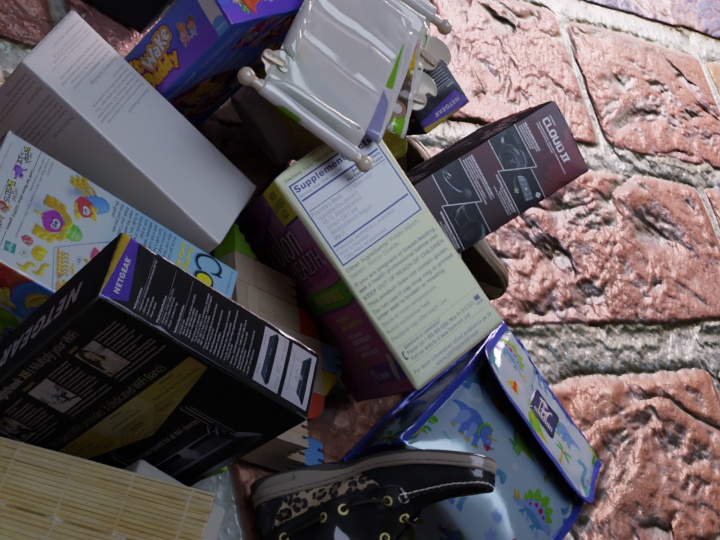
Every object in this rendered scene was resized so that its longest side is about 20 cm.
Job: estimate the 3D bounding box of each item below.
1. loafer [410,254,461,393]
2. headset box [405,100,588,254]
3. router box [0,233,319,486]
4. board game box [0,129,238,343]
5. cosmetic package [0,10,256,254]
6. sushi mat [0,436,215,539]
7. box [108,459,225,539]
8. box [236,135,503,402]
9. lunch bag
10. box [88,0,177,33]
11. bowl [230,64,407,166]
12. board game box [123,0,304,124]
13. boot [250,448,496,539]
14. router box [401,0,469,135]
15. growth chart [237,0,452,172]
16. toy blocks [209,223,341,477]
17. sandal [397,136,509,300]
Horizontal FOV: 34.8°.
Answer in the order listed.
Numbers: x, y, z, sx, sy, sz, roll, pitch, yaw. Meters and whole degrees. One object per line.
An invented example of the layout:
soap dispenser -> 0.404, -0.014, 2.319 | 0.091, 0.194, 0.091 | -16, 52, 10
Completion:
loafer -> 0.074, 0.044, 1.120 | 0.069, 0.070, 0.202 | 18, 54, -36
headset box -> 0.103, -0.079, 1.069 | 0.199, 0.149, 0.078 | -31, 98, -18
router box -> -0.149, 0.077, 0.764 | 0.157, 0.199, 0.053 | 34, 45, -25
board game box -> -0.206, 0.012, 0.836 | 0.199, 0.103, 0.106 | 33, 45, -25
cosmetic package -> -0.195, -0.087, 0.908 | 0.200, 0.107, 0.085 | 44, 41, -17
sushi mat -> -0.196, 0.159, 0.724 | 0.198, 0.012, 0.096 | 13, 48, 11
box -> -0.164, 0.236, 0.742 | 0.077, 0.095, 0.201 | 35, 46, -24
box -> 0.000, 0.000, 0.977 | 0.096, 0.176, 0.201 | -34, 92, -19
lunch bag -> 0.115, 0.165, 1.020 | 0.200, 0.127, 0.171 | -38, 95, -37
box -> -0.238, -0.337, 1.028 | 0.199, 0.104, 0.149 | 31, 46, -28
bowl -> -0.056, -0.160, 1.075 | 0.107, 0.200, 0.201 | -37, 94, -8
board game box -> -0.131, -0.179, 0.959 | 0.134, 0.199, 0.045 | -29, 87, -50
boot -> 0.013, 0.220, 0.872 | 0.073, 0.197, 0.152 | 57, 26, -64
router box -> 0.011, -0.204, 1.072 | 0.052, 0.200, 0.158 | -36, 103, -8
growth chart -> 0.000, -0.172, 0.913 | 0.144, 0.018, 0.201 | 39, 53, -17
toy blocks -> -0.071, 0.081, 0.949 | 0.136, 0.099, 0.202 | 27, 48, -46
sandal -> 0.092, -0.057, 1.196 | 0.201, 0.080, 0.054 | 52, 51, -16
